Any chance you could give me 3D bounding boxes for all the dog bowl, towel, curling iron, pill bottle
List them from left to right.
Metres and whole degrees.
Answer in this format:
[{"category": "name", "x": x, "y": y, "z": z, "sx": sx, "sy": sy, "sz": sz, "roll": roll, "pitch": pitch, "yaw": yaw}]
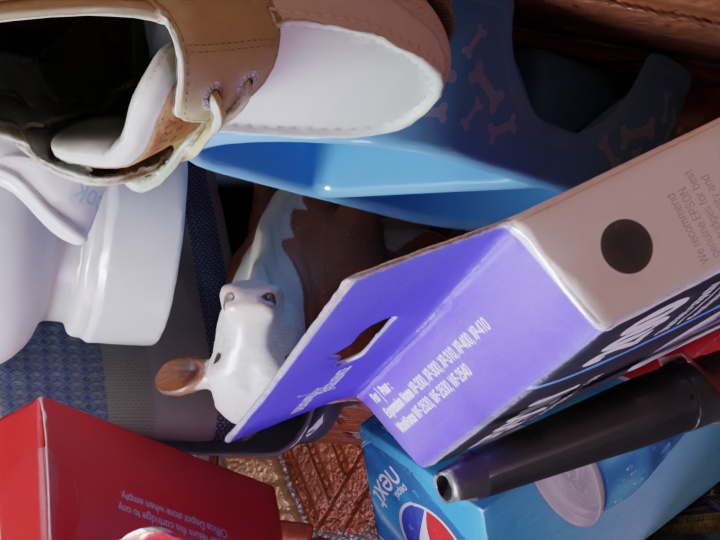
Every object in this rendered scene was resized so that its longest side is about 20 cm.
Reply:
[{"category": "pill bottle", "x": -0.159, "y": -0.026, "z": 0.769, "sx": 0.200, "sy": 0.113, "sz": 0.112, "roll": 6, "pitch": 173, "yaw": -12}, {"category": "towel", "x": -0.139, "y": 0.002, "z": 0.842, "sx": 0.200, "sy": 0.147, "sz": 0.024, "roll": 0, "pitch": 141, "yaw": -18}, {"category": "dog bowl", "x": 0.022, "y": -0.047, "z": 0.742, "sx": 0.111, "sy": 0.050, "sz": 0.200, "roll": -2, "pitch": 172, "yaw": 38}, {"category": "curling iron", "x": 0.107, "y": 0.029, "z": 0.733, "sx": 0.200, "sy": 0.026, "sz": 0.050, "roll": -19, "pitch": 148, "yaw": -23}]

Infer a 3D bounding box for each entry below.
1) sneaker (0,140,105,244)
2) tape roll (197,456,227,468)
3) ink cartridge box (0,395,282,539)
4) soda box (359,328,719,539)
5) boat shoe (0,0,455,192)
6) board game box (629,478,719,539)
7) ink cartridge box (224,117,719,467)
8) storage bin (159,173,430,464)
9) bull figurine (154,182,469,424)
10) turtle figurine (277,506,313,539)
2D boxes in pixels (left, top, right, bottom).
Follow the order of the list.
[{"category": "sneaker", "x": -0.164, "y": -0.049, "z": 0.681, "sx": 0.200, "sy": 0.089, "sz": 0.075, "roll": 6, "pitch": 174, "yaw": -14}, {"category": "tape roll", "x": -0.008, "y": 0.078, "z": 1.159, "sx": 0.200, "sy": 0.200, "sz": 0.085, "roll": 3, "pitch": 174, "yaw": 8}, {"category": "ink cartridge box", "x": -0.106, "y": 0.108, "z": 0.820, "sx": 0.200, "sy": 0.067, "sz": 0.116, "roll": -27, "pitch": 145, "yaw": 31}, {"category": "soda box", "x": 0.096, "y": 0.040, "z": 0.840, "sx": 0.200, "sy": 0.068, "sz": 0.064, "roll": -34, "pitch": -136, "yaw": -27}, {"category": "boat shoe", "x": -0.059, "y": -0.054, "z": 0.581, "sx": 0.200, "sy": 0.069, "sz": 0.075, "roll": 8, "pitch": 143, "yaw": -34}, {"category": "board game box", "x": 0.148, "y": 0.062, "z": 0.900, "sx": 0.135, "sy": 0.028, "sz": 0.200, "roll": 2, "pitch": -150, "yaw": 29}, {"category": "ink cartridge box", "x": 0.070, "y": 0.005, "z": 0.696, "sx": 0.200, "sy": 0.043, "sz": 0.198, "roll": -23, "pitch": 171, "yaw": -17}, {"category": "storage bin", "x": -0.039, "y": 0.016, "z": 0.995, "sx": 0.134, "sy": 0.146, "sz": 0.200, "roll": -3, "pitch": 180, "yaw": -43}, {"category": "bull figurine", "x": 0.000, "y": 0.000, "z": 0.842, "sx": 0.065, "sy": 0.122, "sz": 0.200, "roll": -1, "pitch": 171, "yaw": 31}, {"category": "turtle figurine", "x": -0.087, "y": 0.128, "z": 0.983, "sx": 0.200, "sy": 0.065, "sz": 0.161, "roll": -19, "pitch": -179, "yaw": 20}]
